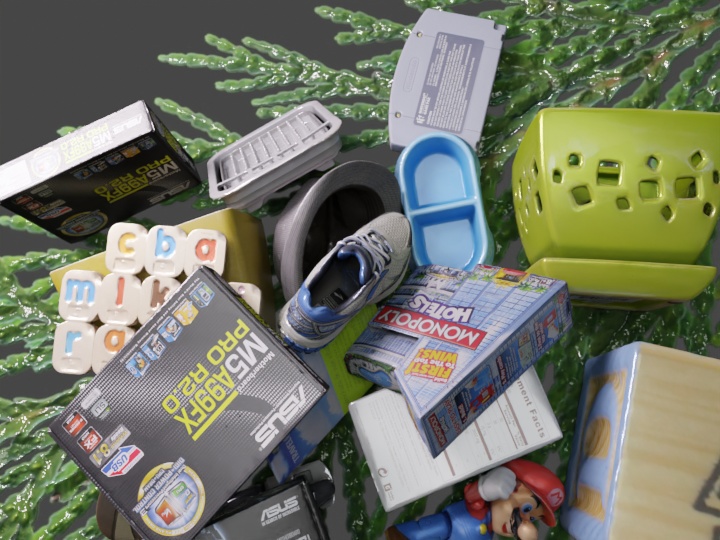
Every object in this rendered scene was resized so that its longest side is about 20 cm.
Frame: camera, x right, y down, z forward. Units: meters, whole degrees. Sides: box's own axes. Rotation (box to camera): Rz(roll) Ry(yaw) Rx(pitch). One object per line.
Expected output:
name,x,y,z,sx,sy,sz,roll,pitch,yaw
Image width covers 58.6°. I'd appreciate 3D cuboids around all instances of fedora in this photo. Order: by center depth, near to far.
fedora,-0.040,-0.039,0.760,0.090,0.175,0.204,24,113,41

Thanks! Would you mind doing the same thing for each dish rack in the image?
dish rack,-0.104,-0.139,0.786,0.170,0.200,0.044,-31,118,-1

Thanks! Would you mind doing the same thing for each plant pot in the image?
plant pot,0.272,-0.054,0.708,0.196,0.199,0.185,4,83,6
plant pot,-0.191,0.052,0.735,0.197,0.200,0.179,-20,91,1

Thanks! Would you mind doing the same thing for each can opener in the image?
can opener,-0.123,0.272,0.732,0.197,0.067,0.054,-20,75,0

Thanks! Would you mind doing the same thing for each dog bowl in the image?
dog bowl,0.101,-0.074,0.781,0.109,0.050,0.204,-10,86,8

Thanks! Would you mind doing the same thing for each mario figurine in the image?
mario figurine,0.130,0.277,0.679,0.197,0.124,0.107,-27,70,-1

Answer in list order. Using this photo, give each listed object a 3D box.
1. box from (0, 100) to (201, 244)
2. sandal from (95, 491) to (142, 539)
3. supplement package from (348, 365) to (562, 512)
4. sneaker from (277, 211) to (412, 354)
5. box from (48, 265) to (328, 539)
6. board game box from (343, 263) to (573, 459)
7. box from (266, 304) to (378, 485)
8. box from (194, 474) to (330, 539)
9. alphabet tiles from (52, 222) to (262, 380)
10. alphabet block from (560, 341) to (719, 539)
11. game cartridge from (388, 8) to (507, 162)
box,-0.318,-0.115,0.795,0.197,0.160,0.045,-25,74,-1
sandal,-0.197,0.169,0.641,0.080,0.055,0.203,20,88,2
supplement package,0.100,0.167,0.709,0.197,0.117,0.119,-22,74,0
sneaker,0.000,0.000,0.659,0.077,0.085,0.200,38,57,6
box,-0.151,0.124,0.575,0.160,0.044,0.200,44,88,7
board game box,0.079,0.077,0.646,0.198,0.062,0.200,13,47,40
box,-0.050,0.114,0.699,0.047,0.123,0.200,15,46,41
box,-0.115,0.322,0.630,0.197,0.086,0.166,-20,81,-10
alphabet tiles,-0.196,0.056,0.621,0.196,0.015,0.200,4,85,3
alphabet block,0.330,0.198,0.641,0.196,0.195,0.200,13,80,8
game cartridge,0.109,-0.243,0.847,0.131,0.042,0.204,13,78,13
